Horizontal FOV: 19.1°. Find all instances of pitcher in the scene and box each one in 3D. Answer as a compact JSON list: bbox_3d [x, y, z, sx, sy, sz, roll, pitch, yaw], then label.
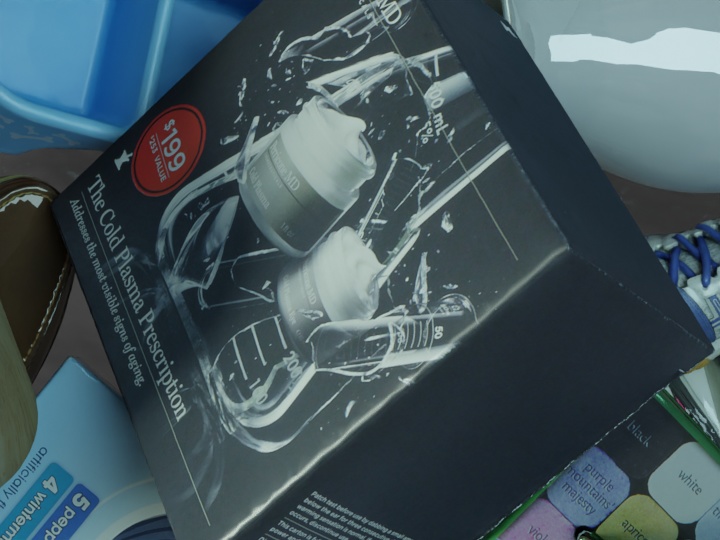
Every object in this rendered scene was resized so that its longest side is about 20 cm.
[{"bbox_3d":[0.130,-0.118,0.959,0.199,0.121,0.172,2,125,-22],"label":"pitcher"}]

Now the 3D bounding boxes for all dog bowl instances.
[{"bbox_3d":[-0.092,-0.095,0.905,0.199,0.050,0.112,15,82,-25],"label":"dog bowl"}]

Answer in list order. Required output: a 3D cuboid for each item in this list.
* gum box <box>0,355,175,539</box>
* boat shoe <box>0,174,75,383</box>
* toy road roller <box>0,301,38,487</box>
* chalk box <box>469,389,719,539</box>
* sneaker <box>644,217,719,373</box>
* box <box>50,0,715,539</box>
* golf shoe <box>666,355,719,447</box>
[{"bbox_3d":[-0.092,0.162,0.849,0.200,0.045,0.170,40,85,-1],"label":"gum box"},{"bbox_3d":[-0.169,0.050,0.853,0.072,0.067,0.201,38,73,-20],"label":"boat shoe"},{"bbox_3d":[-0.176,-0.025,0.781,0.200,0.123,0.146,36,67,22],"label":"toy road roller"},{"bbox_3d":[0.093,0.106,0.865,0.124,0.200,0.125,-44,109,4],"label":"chalk box"},{"bbox_3d":[0.173,-0.007,0.995,0.199,0.088,0.075,-5,47,-26],"label":"sneaker"},{"bbox_3d":[0.000,0.000,0.812,0.182,0.200,0.104,-41,138,15],"label":"box"},{"bbox_3d":[0.148,0.137,1.007,0.092,0.073,0.201,3,77,-19],"label":"golf shoe"}]
